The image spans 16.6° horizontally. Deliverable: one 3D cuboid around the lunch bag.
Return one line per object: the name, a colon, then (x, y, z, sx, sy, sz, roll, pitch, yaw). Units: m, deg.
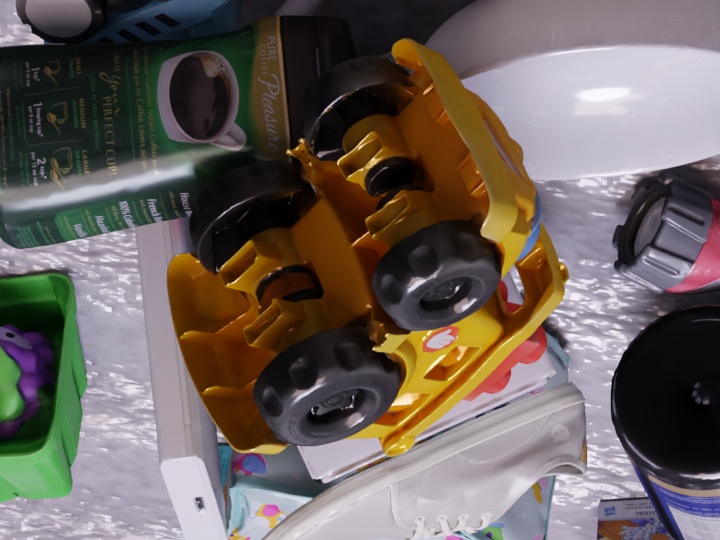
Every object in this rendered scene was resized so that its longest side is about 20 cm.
lunch bag: (0.025, 0.099, 1.483, 0.199, 0.171, 0.122, 12, 146, -2)

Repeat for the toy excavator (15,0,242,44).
toy excavator: (-0.117, -0.127, 1.379, 0.194, 0.100, 0.200, -20, 133, 26)

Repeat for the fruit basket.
fruit basket: (-0.281, 0.067, 1.520, 0.215, 0.156, 0.216, 3, 145, 2)

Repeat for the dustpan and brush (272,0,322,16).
dustpan and brush: (-0.005, -0.176, 1.317, 0.139, 0.057, 0.200, 27, 104, -22)

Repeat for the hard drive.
hard drive: (-0.104, 0.042, 1.402, 0.026, 0.201, 0.132, -8, 152, 0)

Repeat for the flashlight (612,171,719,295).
flashlight: (0.246, 0.012, 1.449, 0.200, 0.068, 0.068, 26, 92, -17)

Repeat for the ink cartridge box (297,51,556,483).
ink cartridge box: (0.000, 0.000, 1.371, 0.147, 0.086, 0.201, -23, 85, -2)

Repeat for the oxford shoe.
oxford shoe: (0.041, 0.122, 1.362, 0.199, 0.075, 0.058, -22, 85, -12)

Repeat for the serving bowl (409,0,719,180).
serving bowl: (0.118, -0.108, 1.275, 0.199, 0.066, 0.200, -4, 164, -1)

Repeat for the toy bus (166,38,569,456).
toy bus: (0.034, 0.002, 1.235, 0.192, 0.136, 0.200, 15, 131, -43)

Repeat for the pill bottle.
pill bottle: (0.220, 0.109, 1.471, 0.111, 0.112, 0.200, -7, 153, 15)

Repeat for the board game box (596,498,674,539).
board game box: (0.248, 0.203, 1.562, 0.199, 0.135, 0.045, -5, 130, 13)

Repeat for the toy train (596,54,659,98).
toy train: (0.098, -0.096, 1.397, 0.056, 0.042, 0.200, 43, 125, -13)

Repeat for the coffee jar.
coffee jar: (-0.096, -0.074, 1.297, 0.199, 0.105, 0.085, -6, 161, 2)

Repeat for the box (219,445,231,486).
box: (-0.001, 0.157, 1.621, 0.199, 0.049, 0.082, -2, 130, 11)
